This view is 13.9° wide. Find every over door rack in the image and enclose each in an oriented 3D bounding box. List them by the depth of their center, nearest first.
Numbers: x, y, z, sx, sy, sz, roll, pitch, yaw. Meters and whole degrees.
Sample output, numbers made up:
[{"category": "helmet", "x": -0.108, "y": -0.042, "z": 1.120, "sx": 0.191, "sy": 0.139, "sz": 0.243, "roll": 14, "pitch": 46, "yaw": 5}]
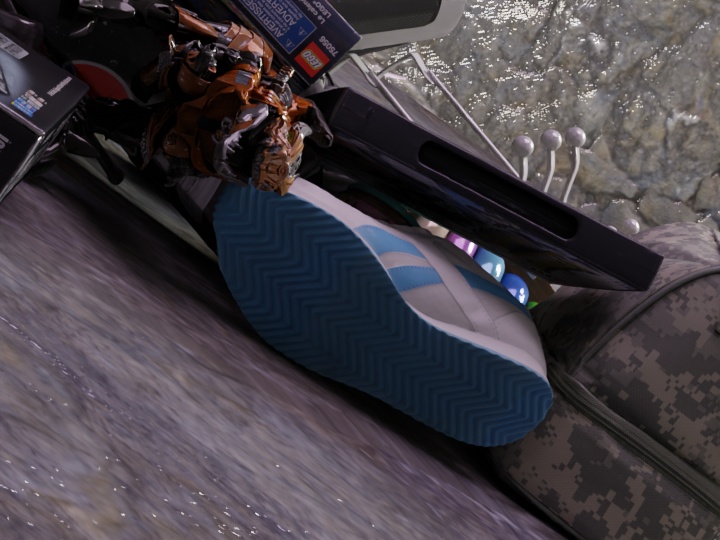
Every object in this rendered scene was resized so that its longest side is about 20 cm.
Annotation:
[{"category": "over door rack", "x": 0.079, "y": -0.075, "z": 1.803, "sx": 0.200, "sy": 0.067, "sz": 0.148, "roll": 40, "pitch": 14, "yaw": 11}]

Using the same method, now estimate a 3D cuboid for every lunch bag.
[{"category": "lunch bag", "x": 0.157, "y": 0.059, "z": 1.577, "sx": 0.139, "sy": 0.168, "sz": 0.200, "roll": 35, "pitch": 7, "yaw": -6}]

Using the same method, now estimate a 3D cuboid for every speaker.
[{"category": "speaker", "x": -0.041, "y": -0.164, "z": 1.733, "sx": 0.200, "sy": 0.081, "sz": 0.081, "roll": -10, "pitch": 33, "yaw": -29}]

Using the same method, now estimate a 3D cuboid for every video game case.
[{"category": "video game case", "x": 0.050, "y": -0.041, "z": 1.535, "sx": 0.181, "sy": 0.026, "sz": 0.200, "roll": 28, "pitch": -3, "yaw": -9}]

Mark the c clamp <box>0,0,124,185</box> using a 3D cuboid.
[{"category": "c clamp", "x": -0.211, "y": -0.143, "z": 1.560, "sx": 0.200, "sy": 0.027, "sz": 0.171, "roll": 40, "pitch": -18, "yaw": 46}]

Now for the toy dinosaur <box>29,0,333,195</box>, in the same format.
[{"category": "toy dinosaur", "x": -0.086, "y": -0.086, "z": 1.426, "sx": 0.136, "sy": 0.102, "sz": 0.200, "roll": 8, "pitch": 2, "yaw": -18}]

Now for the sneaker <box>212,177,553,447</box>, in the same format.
[{"category": "sneaker", "x": 0.007, "y": 0.010, "z": 1.456, "sx": 0.200, "sy": 0.077, "sz": 0.081, "roll": 35, "pitch": 26, "yaw": -26}]

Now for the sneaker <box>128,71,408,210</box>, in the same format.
[{"category": "sneaker", "x": -0.029, "y": -0.083, "z": 1.677, "sx": 0.200, "sy": 0.091, "sz": 0.076, "roll": 7, "pitch": 8, "yaw": -27}]

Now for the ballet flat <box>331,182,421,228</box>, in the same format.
[{"category": "ballet flat", "x": 0.000, "y": 0.000, "z": 1.582, "sx": 0.069, "sy": 0.071, "sz": 0.200, "roll": 40, "pitch": -2, "yaw": 2}]

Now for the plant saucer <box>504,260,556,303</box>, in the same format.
[{"category": "plant saucer", "x": 0.110, "y": 0.028, "z": 1.899, "sx": 0.200, "sy": 0.029, "sz": 0.200, "roll": 56, "pitch": -2, "yaw": 4}]

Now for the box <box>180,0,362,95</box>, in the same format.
[{"category": "box", "x": -0.072, "y": -0.149, "z": 1.537, "sx": 0.137, "sy": 0.040, "sz": 0.200, "roll": 47, "pitch": -7, "yaw": -4}]

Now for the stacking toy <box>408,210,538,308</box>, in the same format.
[{"category": "stacking toy", "x": 0.091, "y": 0.048, "z": 1.735, "sx": 0.200, "sy": 0.085, "sz": 0.085, "roll": 41, "pitch": 6, "yaw": -6}]

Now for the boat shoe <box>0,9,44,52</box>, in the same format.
[{"category": "boat shoe", "x": -0.222, "y": -0.141, "z": 1.464, "sx": 0.200, "sy": 0.065, "sz": 0.073, "roll": 39, "pitch": 9, "yaw": 31}]

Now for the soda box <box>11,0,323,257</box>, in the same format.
[{"category": "soda box", "x": -0.109, "y": -0.101, "z": 1.547, "sx": 0.200, "sy": 0.071, "sz": 0.063, "roll": 48, "pitch": -11, "yaw": 9}]

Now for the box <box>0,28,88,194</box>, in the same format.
[{"category": "box", "x": -0.201, "y": -0.094, "z": 1.246, "sx": 0.158, "sy": 0.050, "sz": 0.200, "roll": 36, "pitch": 7, "yaw": -4}]

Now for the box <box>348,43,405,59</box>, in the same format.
[{"category": "box", "x": -0.073, "y": -0.193, "z": 1.783, "sx": 0.200, "sy": 0.158, "sz": 0.050, "roll": -17, "pitch": 22, "yaw": -27}]
